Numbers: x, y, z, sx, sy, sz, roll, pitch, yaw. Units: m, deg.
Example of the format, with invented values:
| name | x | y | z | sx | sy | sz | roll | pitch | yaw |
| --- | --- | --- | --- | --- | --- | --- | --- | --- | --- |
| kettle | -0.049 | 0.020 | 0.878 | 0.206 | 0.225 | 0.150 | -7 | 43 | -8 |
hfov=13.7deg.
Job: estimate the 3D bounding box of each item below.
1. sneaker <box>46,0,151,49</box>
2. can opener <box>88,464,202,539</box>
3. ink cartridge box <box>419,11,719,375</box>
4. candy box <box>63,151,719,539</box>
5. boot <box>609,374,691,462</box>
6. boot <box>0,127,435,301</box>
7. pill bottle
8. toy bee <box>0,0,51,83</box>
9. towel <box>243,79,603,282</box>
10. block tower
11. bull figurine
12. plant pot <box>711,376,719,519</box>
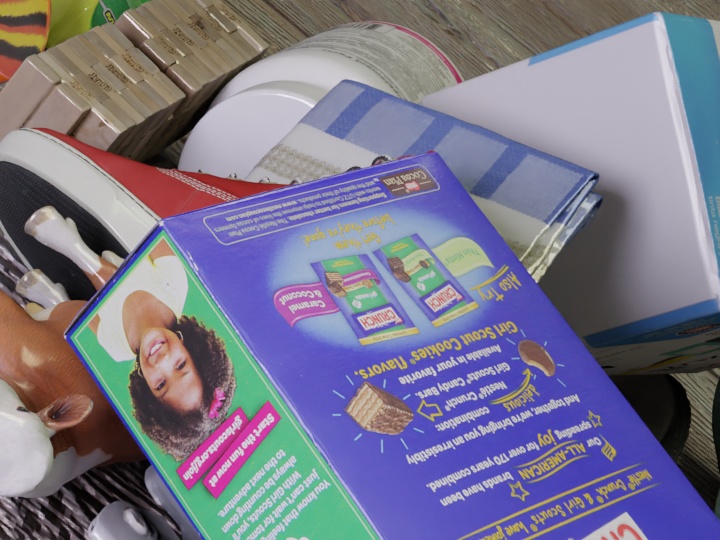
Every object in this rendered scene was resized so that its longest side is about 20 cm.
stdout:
| name | x | y | z | sx | sy | sz | roll | pitch | yaw |
| --- | --- | --- | --- | --- | --- | --- | --- | --- | --- |
| sneaker | -0.120 | -0.157 | 1.541 | 0.074 | 0.084 | 0.200 | 40 | 18 | -11 |
| can opener | -0.024 | 0.150 | 1.085 | 0.200 | 0.067 | 0.053 | 50 | 19 | 18 |
| ink cartridge box | 0.156 | -0.032 | 1.478 | 0.200 | 0.147 | 0.146 | 1 | 75 | -52 |
| candy box | 0.017 | 0.065 | 1.098 | 0.169 | 0.077 | 0.200 | -15 | 63 | -50 |
| boot | 0.098 | 0.070 | 1.515 | 0.132 | 0.070 | 0.200 | 38 | 20 | -13 |
| boot | -0.046 | -0.024 | 1.266 | 0.200 | 0.072 | 0.144 | 31 | 52 | 21 |
| pill bottle | -0.017 | -0.057 | 1.487 | 0.113 | 0.113 | 0.200 | 44 | 19 | 3 |
| toy bee | -0.203 | -0.181 | 1.347 | 0.131 | 0.109 | 0.200 | 12 | -29 | 36 |
| towel | 0.000 | 0.000 | 1.302 | 0.147 | 0.024 | 0.200 | 23 | 50 | 22 |
| block tower | -0.111 | -0.084 | 1.413 | 0.054 | 0.058 | 0.200 | 44 | 26 | 3 |
| bull figurine | -0.122 | 0.036 | 1.135 | 0.121 | 0.065 | 0.200 | 49 | 19 | 19 |
| plant pot | 0.280 | 0.108 | 1.649 | 0.200 | 0.200 | 0.196 | 40 | 11 | -11 |
